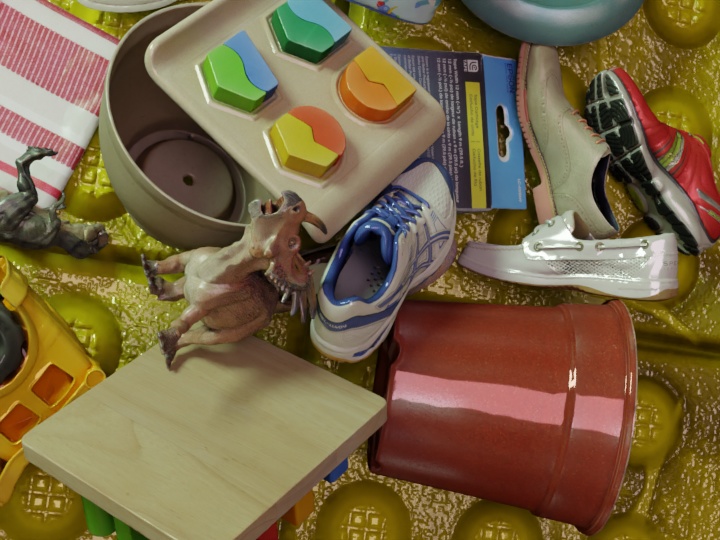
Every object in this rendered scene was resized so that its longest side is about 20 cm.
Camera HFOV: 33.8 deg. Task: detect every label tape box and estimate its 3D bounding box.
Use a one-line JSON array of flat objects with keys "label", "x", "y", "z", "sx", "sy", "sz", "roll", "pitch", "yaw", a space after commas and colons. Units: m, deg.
[{"label": "label tape box", "x": 0.048, "y": -0.121, "z": 1.061, "sx": 0.199, "sy": 0.066, "sz": 0.145, "roll": -1, "pitch": 86, "yaw": -28}]

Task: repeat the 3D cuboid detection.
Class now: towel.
[{"label": "towel", "x": -0.300, "y": -0.139, "z": 1.015, "sx": 0.143, "sy": 0.023, "sz": 0.201, "roll": 28, "pitch": 81, "yaw": -10}]

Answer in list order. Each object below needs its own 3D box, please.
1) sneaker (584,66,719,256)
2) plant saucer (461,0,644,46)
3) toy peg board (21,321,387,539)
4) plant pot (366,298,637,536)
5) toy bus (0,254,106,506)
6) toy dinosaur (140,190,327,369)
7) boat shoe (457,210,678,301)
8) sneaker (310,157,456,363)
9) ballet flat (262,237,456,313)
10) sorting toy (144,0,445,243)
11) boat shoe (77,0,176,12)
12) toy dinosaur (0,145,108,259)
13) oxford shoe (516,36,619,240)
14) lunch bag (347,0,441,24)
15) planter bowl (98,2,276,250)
[{"label": "sneaker", "x": 0.284, "y": -0.111, "z": 1.117, "sx": 0.085, "sy": 0.077, "sz": 0.201, "roll": -39, "pitch": 105, "yaw": -17}, {"label": "plant saucer", "x": 0.174, "y": -0.298, "z": 1.090, "sx": 0.198, "sy": 0.027, "sz": 0.202, "roll": 2, "pitch": 66, "yaw": -4}, {"label": "toy peg board", "x": -0.115, "y": 0.152, "z": 0.912, "sx": 0.199, "sy": 0.199, "sz": 0.098, "roll": -36, "pitch": 137, "yaw": -40}, {"label": "plant pot", "x": 0.111, "y": 0.110, "z": 1.005, "sx": 0.194, "sy": 0.201, "sz": 0.203, "roll": 8, "pitch": 84, "yaw": -4}, {"label": "toy bus", "x": -0.296, "y": 0.118, "z": 0.953, "sx": 0.200, "sy": 0.136, "sz": 0.192, "roll": -48, "pitch": 112, "yaw": -10}, {"label": "toy dinosaur", "x": -0.092, "y": 0.017, "z": 0.904, "sx": 0.134, "sy": 0.200, "sz": 0.087, "roll": -13, "pitch": 78, "yaw": -10}, {"label": "boat shoe", "x": 0.183, "y": -0.019, "z": 1.043, "sx": 0.199, "sy": 0.071, "sz": 0.070, "roll": 7, "pitch": 98, "yaw": 25}, {"label": "sneaker", "x": 0.026, "y": -0.022, "z": 0.940, "sx": 0.075, "sy": 0.088, "sz": 0.201, "roll": 22, "pitch": 61, "yaw": 11}, {"label": "ballet flat", "x": 0.000, "y": 0.000, "z": 1.044, "sx": 0.199, "sy": 0.067, "sz": 0.069, "roll": -16, "pitch": 90, "yaw": -13}, {"label": "sorting toy", "x": -0.043, "y": -0.145, "z": 0.937, "sx": 0.200, "sy": 0.036, "sz": 0.185, "roll": 46, "pitch": 54, "yaw": 0}, {"label": "boat shoe", "x": -0.162, "y": -0.282, "z": 1.035, "sx": 0.200, "sy": 0.060, "sz": 0.073, "roll": -23, "pitch": 122, "yaw": -12}, {"label": "toy dinosaur", "x": -0.295, "y": -0.060, "z": 0.967, "sx": 0.199, "sy": 0.047, "sz": 0.089, "roll": 7, "pitch": 91, "yaw": -28}, {"label": "oxford shoe", "x": 0.192, "y": -0.121, "z": 1.081, "sx": 0.071, "sy": 0.073, "sz": 0.202, "roll": -22, "pitch": 101, "yaw": -57}, {"label": "lunch bag", "x": 0.009, "y": -0.306, "z": 1.012, "sx": 0.160, "sy": 0.083, "sz": 0.201, "roll": 20, "pitch": 42, "yaw": -11}, {"label": "planter bowl", "x": -0.127, "y": -0.098, "z": 0.975, "sx": 0.199, "sy": 0.135, "sz": 0.202, "roll": 12, "pitch": 62, "yaw": -22}]
